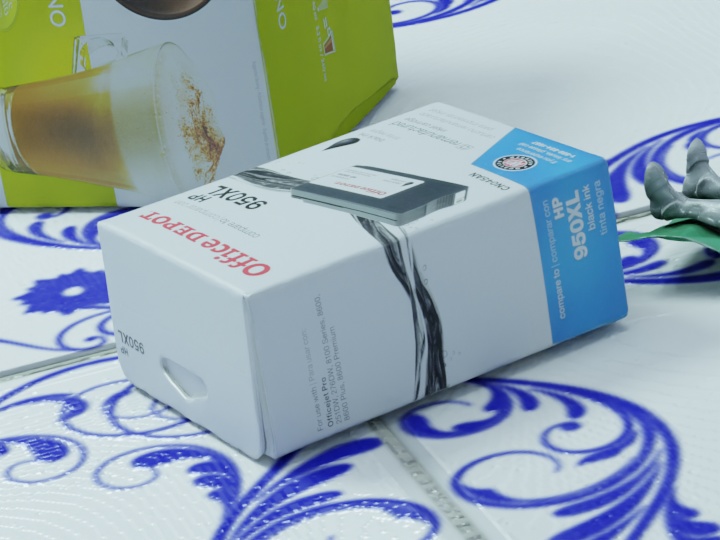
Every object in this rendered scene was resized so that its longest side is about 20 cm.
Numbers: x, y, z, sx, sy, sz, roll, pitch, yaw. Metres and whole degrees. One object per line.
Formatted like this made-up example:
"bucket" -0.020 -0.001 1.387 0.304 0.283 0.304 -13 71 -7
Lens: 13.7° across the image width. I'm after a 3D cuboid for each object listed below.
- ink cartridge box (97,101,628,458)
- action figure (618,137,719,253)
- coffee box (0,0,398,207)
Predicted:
"ink cartridge box" 0.000 0.000 1.383 0.200 0.084 0.144 -21 24 -27
"action figure" 0.232 -0.023 1.403 0.200 0.055 0.118 12 26 33
"coffee box" -0.109 -0.163 1.676 0.197 0.200 0.200 1 23 21
